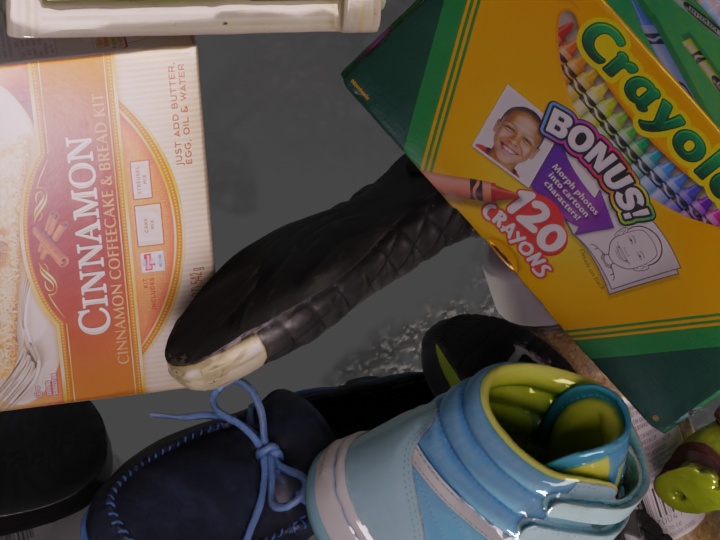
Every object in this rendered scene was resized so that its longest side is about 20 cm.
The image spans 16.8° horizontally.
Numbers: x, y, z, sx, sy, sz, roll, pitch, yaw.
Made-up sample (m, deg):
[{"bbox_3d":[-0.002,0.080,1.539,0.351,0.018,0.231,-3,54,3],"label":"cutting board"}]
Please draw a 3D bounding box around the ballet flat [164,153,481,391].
[{"bbox_3d":[0.000,0.000,1.018,0.200,0.066,0.057,-34,123,-34],"label":"ballet flat"}]

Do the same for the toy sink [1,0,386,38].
[{"bbox_3d":[-0.043,-0.167,0.957,0.199,0.112,0.131,-1,113,-10],"label":"toy sink"}]

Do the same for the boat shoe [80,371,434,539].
[{"bbox_3d":[-0.035,0.075,1.037,0.084,0.200,0.069,52,131,10],"label":"boat shoe"}]

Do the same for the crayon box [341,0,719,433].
[{"bbox_3d":[0.103,-0.047,0.982,0.200,0.058,0.119,48,128,-1],"label":"crayon box"}]

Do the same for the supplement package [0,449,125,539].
[{"bbox_3d":[-0.091,0.203,1.095,0.121,0.120,0.200,-39,114,4],"label":"supplement package"}]

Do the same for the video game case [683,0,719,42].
[{"bbox_3d":[0.179,-0.059,0.983,0.200,0.018,0.143,-18,105,34],"label":"video game case"}]

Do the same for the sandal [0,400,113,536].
[{"bbox_3d":[-0.207,0.096,1.052,0.200,0.075,0.048,-23,145,-5],"label":"sandal"}]

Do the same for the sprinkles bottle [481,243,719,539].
[{"bbox_3d":[0.116,0.068,1.109,0.068,0.068,0.200,-22,115,-2],"label":"sprinkles bottle"}]

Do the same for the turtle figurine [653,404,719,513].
[{"bbox_3d":[0.188,0.047,1.097,0.161,0.064,0.200,-57,132,-29],"label":"turtle figurine"}]

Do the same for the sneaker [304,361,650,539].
[{"bbox_3d":[0.087,0.118,0.974,0.200,0.080,0.130,40,125,-20],"label":"sneaker"}]

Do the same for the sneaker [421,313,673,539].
[{"bbox_3d":[0.073,0.109,1.067,0.081,0.074,0.200,-18,112,33],"label":"sneaker"}]

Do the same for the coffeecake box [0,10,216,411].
[{"bbox_3d":[-0.164,-0.023,1.015,0.199,0.073,0.154,-7,115,-8],"label":"coffeecake box"}]
